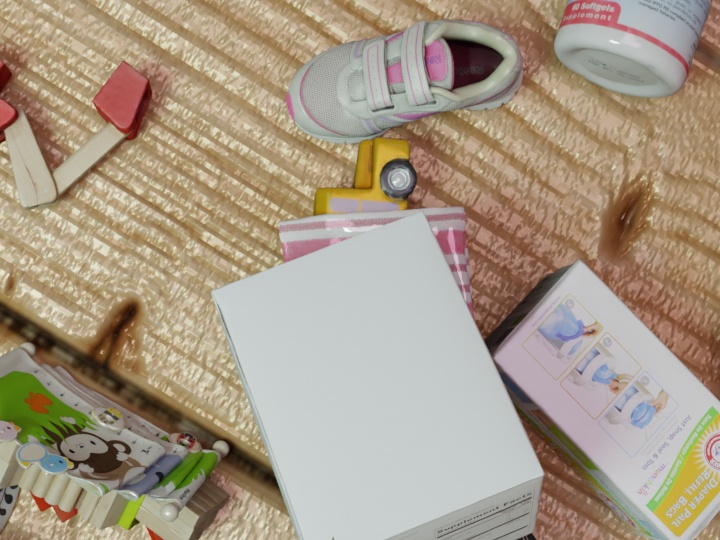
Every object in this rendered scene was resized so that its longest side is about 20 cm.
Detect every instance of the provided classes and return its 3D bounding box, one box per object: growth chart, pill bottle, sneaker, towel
[{"bbox_3d":[-0.200,0.118,0.948,0.198,0.145,0.018,28,109,-1],"label":"growth chart"},{"bbox_3d":[0.234,-0.249,1.026,0.107,0.109,0.203,20,84,-4],"label":"pill bottle"},{"bbox_3d":[0.038,-0.156,1.010,0.197,0.088,0.083,-16,87,-6],"label":"sneaker"},{"bbox_3d":[0.018,0.055,0.958,0.144,0.030,0.203,-5,87,-5],"label":"towel"}]

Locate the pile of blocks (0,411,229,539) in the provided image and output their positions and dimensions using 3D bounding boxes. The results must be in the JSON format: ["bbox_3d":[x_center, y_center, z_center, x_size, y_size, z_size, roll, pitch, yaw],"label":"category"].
[{"bbox_3d":[-0.201,0.159,0.973,0.198,0.082,0.063,27,104,-10],"label":"pile of blocks"}]

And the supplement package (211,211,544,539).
[{"bbox_3d":[0.010,0.092,0.852,0.154,0.111,0.202,-20,63,-6],"label":"supplement package"}]

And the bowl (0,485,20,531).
[{"bbox_3d":[-0.355,0.141,0.947,0.197,0.094,0.204,0,85,-5],"label":"bowl"}]

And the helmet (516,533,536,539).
[{"bbox_3d":[0.054,0.255,0.929,0.197,0.191,0.203,0,85,-5],"label":"helmet"}]

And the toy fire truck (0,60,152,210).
[{"bbox_3d":[-0.267,-0.096,0.995,0.140,0.049,0.201,33,84,-3],"label":"toy fire truck"}]

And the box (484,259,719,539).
[{"bbox_3d":[0.193,0.103,0.994,0.200,0.113,0.101,45,82,1],"label":"box"}]

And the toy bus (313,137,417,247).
[{"bbox_3d":[0.000,0.000,1.007,0.077,0.065,0.203,3,86,-4],"label":"toy bus"}]
